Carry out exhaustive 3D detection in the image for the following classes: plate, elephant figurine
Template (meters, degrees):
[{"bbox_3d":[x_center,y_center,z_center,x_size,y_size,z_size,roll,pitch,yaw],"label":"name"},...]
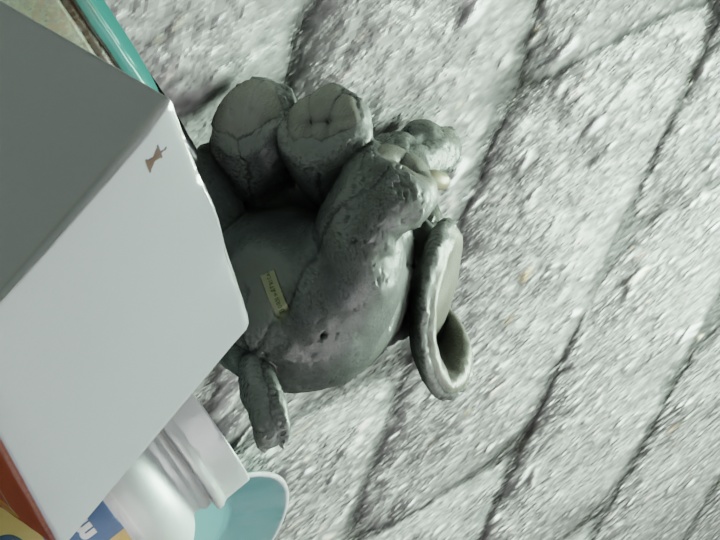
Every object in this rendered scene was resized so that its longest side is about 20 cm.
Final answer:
[{"bbox_3d":[-0.127,0.175,1.510,0.200,0.026,0.200,-34,157,-16],"label":"plate"},{"bbox_3d":[0.000,0.000,1.215,0.155,0.142,0.200,-47,154,3],"label":"elephant figurine"}]

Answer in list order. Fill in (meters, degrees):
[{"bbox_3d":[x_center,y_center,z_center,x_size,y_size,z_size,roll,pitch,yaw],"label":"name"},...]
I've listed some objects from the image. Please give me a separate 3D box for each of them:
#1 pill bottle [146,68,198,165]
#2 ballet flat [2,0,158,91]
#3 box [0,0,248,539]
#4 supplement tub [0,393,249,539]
[{"bbox_3d":[-0.166,-0.022,0.944,0.200,0.112,0.112,-37,158,-6],"label":"pill bottle"},{"bbox_3d":[-0.132,-0.110,0.831,0.062,0.068,0.200,-30,126,1],"label":"ballet flat"},{"bbox_3d":[-0.147,-0.027,0.801,0.098,0.199,0.125,-50,154,-20],"label":"box"},{"bbox_3d":[-0.162,0.102,1.144,0.200,0.145,0.145,-37,158,-7],"label":"supplement tub"}]
